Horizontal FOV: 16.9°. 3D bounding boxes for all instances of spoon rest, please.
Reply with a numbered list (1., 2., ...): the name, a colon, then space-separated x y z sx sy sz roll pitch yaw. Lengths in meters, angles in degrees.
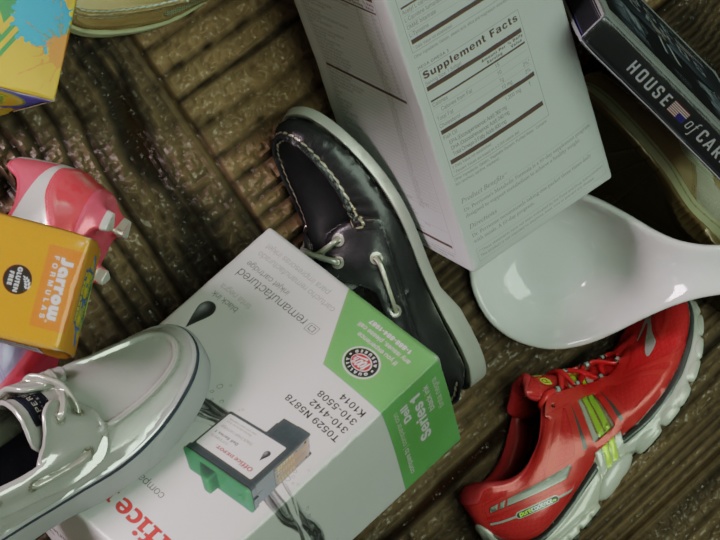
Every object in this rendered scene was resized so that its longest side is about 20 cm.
1. spoon rest: 0.162 -0.005 1.442 0.198 0.061 0.100 -4 102 10

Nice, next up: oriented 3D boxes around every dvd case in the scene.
1. dvd case: 0.171 -0.124 1.421 0.025 0.200 0.150 -43 110 15

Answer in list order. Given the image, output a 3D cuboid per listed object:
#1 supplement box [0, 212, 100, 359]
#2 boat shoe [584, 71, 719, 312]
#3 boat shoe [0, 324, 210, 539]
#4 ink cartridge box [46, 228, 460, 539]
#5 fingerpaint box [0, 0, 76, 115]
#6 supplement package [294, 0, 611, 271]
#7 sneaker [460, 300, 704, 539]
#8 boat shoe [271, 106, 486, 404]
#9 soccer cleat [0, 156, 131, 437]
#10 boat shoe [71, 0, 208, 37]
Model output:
1. supplement box: -0.239 -0.010 1.265 0.198 0.069 0.067 14 84 -3
2. boat shoe: 0.198 -0.054 1.499 0.200 0.074 0.067 47 60 -19
3. boat shoe: -0.166 0.085 1.261 0.199 0.072 0.066 -33 142 -12
4. ink cartridge box: -0.068 0.097 1.326 0.200 0.146 0.085 -42 146 -19
5. fingerpaint box: -0.199 -0.167 1.245 0.073 0.200 0.168 14 85 -22
6. supplement package: 0.047 -0.123 1.367 0.109 0.114 0.201 -34 126 -21
7. sneaker: 0.134 0.082 1.463 0.085 0.077 0.201 41 74 -13
8. boat shoe: 0.000 0.000 1.406 0.060 0.074 0.201 -40 113 -24
9. soccer cleat: -0.197 0.035 1.329 0.076 0.067 0.201 25 87 16
10. boat shoe: -0.083 -0.188 1.364 0.199 0.076 0.072 -27 100 -22
